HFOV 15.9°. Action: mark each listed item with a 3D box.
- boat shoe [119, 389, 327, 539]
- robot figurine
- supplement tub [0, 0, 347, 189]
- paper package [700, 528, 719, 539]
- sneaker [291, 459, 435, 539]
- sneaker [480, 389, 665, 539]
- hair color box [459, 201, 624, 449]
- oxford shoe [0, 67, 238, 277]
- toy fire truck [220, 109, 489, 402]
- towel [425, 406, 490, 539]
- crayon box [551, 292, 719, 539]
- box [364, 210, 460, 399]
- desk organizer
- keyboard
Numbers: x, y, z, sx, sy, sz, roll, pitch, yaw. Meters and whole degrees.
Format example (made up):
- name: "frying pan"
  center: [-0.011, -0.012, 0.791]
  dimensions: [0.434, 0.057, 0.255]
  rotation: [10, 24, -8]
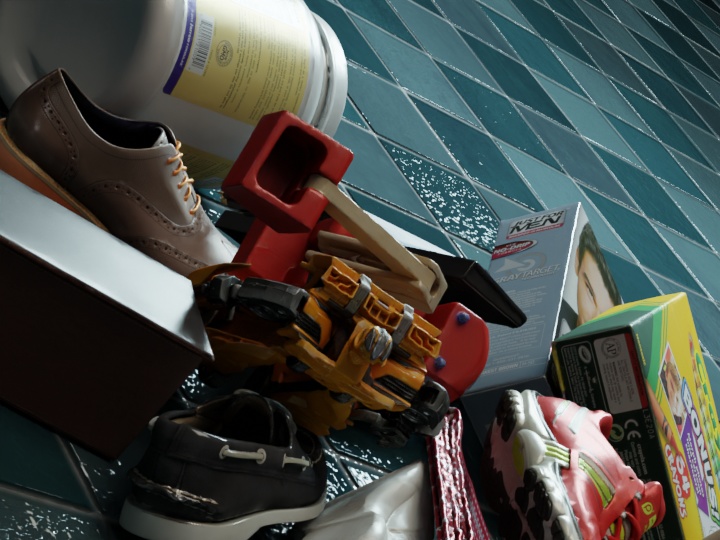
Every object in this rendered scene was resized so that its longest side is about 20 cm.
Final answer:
- name: "boat shoe"
  center: [-0.060, 0.090, 1.276]
  dimensions: [0.074, 0.060, 0.200]
  rotation: [18, 10, 19]
- name: "robot figurine"
  center: [-0.032, 0.038, 1.341]
  dimensions: [0.145, 0.058, 0.200]
  rotation: [35, -20, -20]
- name: "supplement tub"
  center: [-0.114, -0.130, 1.586]
  dimensions: [0.200, 0.145, 0.145]
  rotation: [17, 29, -54]
- name: "paper package"
  center: [0.227, 0.256, 1.341]
  dimensions: [0.200, 0.103, 0.191]
  rotation: [55, -8, 38]
- name: "sneaker"
  center: [0.011, 0.158, 1.309]
  dimensions: [0.089, 0.075, 0.200]
  rotation: [61, 13, -5]
- name: "sneaker"
  center: [0.119, 0.127, 1.329]
  dimensions: [0.085, 0.077, 0.200]
  rotation: [7, 34, -11]
- name: "hair color box"
  center: [0.120, 0.053, 1.646]
  dimensions: [0.200, 0.061, 0.099]
  rotation: [-73, 144, -55]
- name: "oxford shoe"
  center: [-0.117, -0.038, 1.474]
  dimensions: [0.200, 0.073, 0.071]
  rotation: [35, 18, -21]
- name: "toy fire truck"
  center: [0.000, 0.000, 1.363]
  dimensions: [0.200, 0.049, 0.141]
  rotation: [36, -21, -18]
- name: "towel"
  center: [0.065, 0.172, 1.324]
  dimensions: [0.200, 0.022, 0.145]
  rotation: [-95, 168, -65]
- name: "crayon box"
  center: [0.187, 0.124, 1.605]
  dimensions: [0.173, 0.058, 0.200]
  rotation: [-19, 95, -70]
- name: "box"
  center: [0.028, 0.019, 1.710]
  dimensions: [0.200, 0.038, 0.137]
  rotation: [26, 24, -42]
- name: "desk organizer"
  center: [-0.175, 0.006, 1.234]
  dimensions: [0.200, 0.077, 0.072]
  rotation: [32, 19, -29]
- name: "keyboard"
  center: [-0.007, -0.013, 1.504]
  dimensions: [0.200, 0.021, 0.127]
  rotation: [11, -18, 40]
